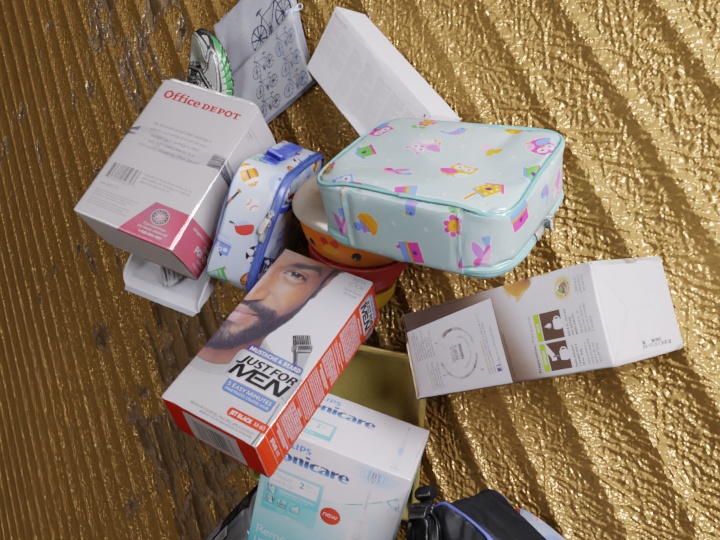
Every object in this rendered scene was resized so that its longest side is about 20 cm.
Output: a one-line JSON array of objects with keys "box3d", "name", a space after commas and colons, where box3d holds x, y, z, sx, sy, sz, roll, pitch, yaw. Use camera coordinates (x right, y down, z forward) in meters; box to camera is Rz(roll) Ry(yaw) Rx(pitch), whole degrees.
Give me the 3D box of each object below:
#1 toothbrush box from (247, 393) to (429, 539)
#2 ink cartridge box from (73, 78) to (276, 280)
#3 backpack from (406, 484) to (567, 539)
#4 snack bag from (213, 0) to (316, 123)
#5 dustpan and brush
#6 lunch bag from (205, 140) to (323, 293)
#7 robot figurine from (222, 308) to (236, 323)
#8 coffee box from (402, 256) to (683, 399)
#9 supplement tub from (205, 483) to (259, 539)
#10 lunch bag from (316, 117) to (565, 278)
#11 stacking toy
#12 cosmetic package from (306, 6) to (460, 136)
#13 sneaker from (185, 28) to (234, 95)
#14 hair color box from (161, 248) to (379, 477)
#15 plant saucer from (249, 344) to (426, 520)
[{"box3d": [-0.028, 0.238, 0.751, 0.146, 0.085, 0.201, 20, 116, 10], "name": "toothbrush box"}, {"box3d": [-0.210, -0.110, 0.854, 0.146, 0.083, 0.200, 20, 70, 21], "name": "ink cartridge box"}, {"box3d": [0.120, 0.312, 0.632, 0.200, 0.154, 0.191, 36, 110, 48], "name": "backpack"}, {"box3d": [-0.137, -0.299, 0.988, 0.188, 0.021, 0.201, -26, 73, 46], "name": "snack bag"}, {"box3d": [-0.204, -0.054, 0.895, 0.139, 0.057, 0.200, 16, 61, 32], "name": "dustpan and brush"}, {"box3d": [-0.104, -0.069, 0.841, 0.075, 0.200, 0.161, 23, 111, 1], "name": "lunch bag"}, {"box3d": [-0.104, 0.064, 0.887, 0.200, 0.145, 0.058, -41, 73, 50], "name": "robot figurine"}, {"box3d": [0.146, 0.051, 0.618, 0.200, 0.114, 0.080, -21, 77, 46], "name": "coffee box"}, {"box3d": [-0.134, 0.364, 0.937, 0.200, 0.122, 0.123, -52, 56, 37], "name": "supplement tub"}, {"box3d": [0.078, -0.073, 0.643, 0.199, 0.160, 0.077, 14, 130, 30], "name": "lunch bag"}, {"box3d": [0.000, 0.000, 0.796, 0.146, 0.146, 0.201, 34, 134, 42], "name": "stacking toy"}, {"box3d": [0.020, -0.196, 0.795, 0.200, 0.051, 0.083, 56, 131, 30], "name": "cosmetic package"}, {"box3d": [-0.229, -0.237, 1.022, 0.078, 0.085, 0.201, 41, 129, 50], "name": "sneaker"}, {"box3d": [-0.080, 0.081, 0.699, 0.111, 0.200, 0.064, 20, 144, 24], "name": "hair color box"}, {"box3d": [-0.023, 0.158, 0.797, 0.199, 0.048, 0.201, 9, 111, 16], "name": "plant saucer"}]
